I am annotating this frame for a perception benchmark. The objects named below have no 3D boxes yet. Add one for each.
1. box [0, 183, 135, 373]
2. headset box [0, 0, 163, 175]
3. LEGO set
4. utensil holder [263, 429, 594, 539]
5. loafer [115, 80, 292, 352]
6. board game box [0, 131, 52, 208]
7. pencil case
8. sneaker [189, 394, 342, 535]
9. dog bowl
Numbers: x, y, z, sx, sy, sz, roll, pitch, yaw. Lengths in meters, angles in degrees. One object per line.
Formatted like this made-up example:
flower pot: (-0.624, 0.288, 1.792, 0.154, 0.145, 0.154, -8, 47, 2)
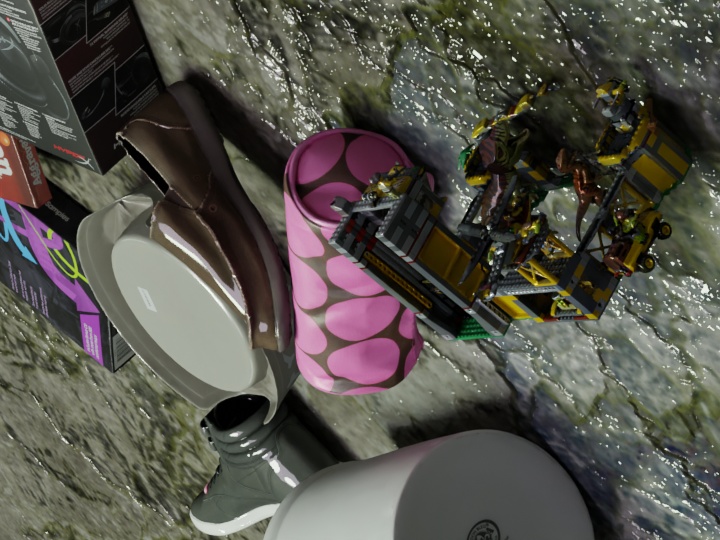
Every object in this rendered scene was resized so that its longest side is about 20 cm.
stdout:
box: (-0.259, -0.022, 2.158, 0.200, 0.036, 0.143, 38, 152, 22)
headset box: (-0.229, -0.180, 1.848, 0.148, 0.077, 0.201, 22, 144, 39)
LEGO set: (0.073, -0.046, 1.497, 0.116, 0.154, 0.200, 39, 166, -24)
utensil holder: (0.044, 0.201, 1.867, 0.170, 0.170, 0.200, 50, 152, -7)
loafer: (-0.104, -0.027, 1.810, 0.073, 0.071, 0.201, 89, 156, -67)
board game box: (-0.297, -0.144, 2.028, 0.103, 0.019, 0.201, 14, 131, 41)
pencil case: (0.000, 0.000, 1.753, 0.093, 0.091, 0.200, -3, 146, -1)
sneaker: (-0.092, 0.143, 2.106, 0.099, 0.071, 0.200, 54, 147, -10)
dog bowl: (-0.116, 0.020, 1.976, 0.200, 0.059, 0.201, 35, 151, 23)
